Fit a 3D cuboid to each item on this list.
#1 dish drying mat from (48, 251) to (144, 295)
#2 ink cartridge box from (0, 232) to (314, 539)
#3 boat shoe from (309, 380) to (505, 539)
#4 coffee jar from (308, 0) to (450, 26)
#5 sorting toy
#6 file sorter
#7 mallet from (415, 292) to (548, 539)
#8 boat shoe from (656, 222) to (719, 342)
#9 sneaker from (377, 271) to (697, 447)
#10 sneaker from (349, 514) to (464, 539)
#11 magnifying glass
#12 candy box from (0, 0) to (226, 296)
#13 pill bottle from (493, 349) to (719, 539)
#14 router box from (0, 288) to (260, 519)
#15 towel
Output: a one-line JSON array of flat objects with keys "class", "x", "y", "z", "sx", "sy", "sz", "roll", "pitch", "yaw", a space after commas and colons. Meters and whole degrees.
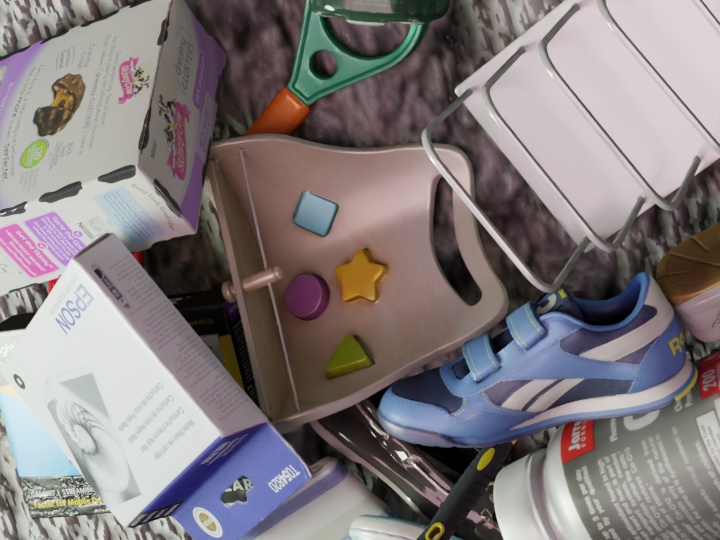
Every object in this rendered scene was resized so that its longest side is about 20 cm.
[{"class": "dish drying mat", "x": -0.186, "y": 0.011, "z": 1.366, "sx": 0.077, "sy": 0.018, "sz": 0.200, "roll": 1, "pitch": 92, "yaw": 21}, {"class": "ink cartridge box", "x": -0.139, "y": 0.097, "z": 1.268, "sx": 0.200, "sy": 0.041, "sz": 0.200, "roll": 49, "pitch": 146, "yaw": 4}, {"class": "boat shoe", "x": 0.054, "y": 0.131, "z": 1.342, "sx": 0.200, "sy": 0.067, "sz": 0.057, "roll": 34, "pitch": 122, "yaw": 9}, {"class": "coffee jar", "x": 0.018, "y": -0.252, "z": 1.181, "sx": 0.085, "sy": 0.104, "sz": 0.200, "roll": 6, "pitch": 105, "yaw": 10}, {"class": "sorting toy", "x": 0.000, "y": 0.000, "z": 1.287, "sx": 0.180, "sy": 0.107, "sz": 0.200, "roll": -17, "pitch": 74, "yaw": 13}, {"class": "file sorter", "x": 0.159, "y": -0.102, "z": 1.184, "sx": 0.200, "sy": 0.125, "sz": 0.139, "roll": -37, "pitch": 94, "yaw": 27}, {"class": "mallet", "x": 0.105, "y": 0.107, "z": 1.260, "sx": 0.066, "sy": 0.200, "sz": 0.041, "roll": 22, "pitch": 159, "yaw": 21}, {"class": "boat shoe", "x": 0.286, "y": -0.014, "z": 1.209, "sx": 0.200, "sy": 0.071, "sz": 0.069, "roll": -23, "pitch": 127, "yaw": 18}, {"class": "sneaker", "x": 0.105, "y": 0.054, "z": 1.210, "sx": 0.200, "sy": 0.074, "sz": 0.082, "roll": -14, "pitch": 112, "yaw": 0}, {"class": "sneaker", "x": 0.059, "y": 0.255, "z": 1.315, "sx": 0.200, "sy": 0.131, "sz": 0.080, "roll": 33, "pitch": 159, "yaw": -23}, {"class": "magnifying glass", "x": -0.028, "y": -0.132, "z": 1.299, "sx": 0.080, "sy": 0.022, "sz": 0.200, "roll": 42, "pitch": 118, "yaw": 1}, {"class": "candy box", "x": -0.197, "y": -0.079, "z": 1.292, "sx": 0.200, "sy": 0.168, "sz": 0.072, "roll": -17, "pitch": 134, "yaw": 24}, {"class": "pill bottle", "x": 0.193, "y": 0.133, "z": 1.265, "sx": 0.200, "sy": 0.114, "sz": 0.114, "roll": -28, "pitch": 98, "yaw": 26}, {"class": "router box", "x": -0.162, "y": 0.098, "z": 1.414, "sx": 0.200, "sy": 0.051, "sz": 0.149, "roll": -8, "pitch": 104, "yaw": 22}, {"class": "towel", "x": -0.006, "y": 0.225, "z": 1.395, "sx": 0.147, "sy": 0.024, "sz": 0.200, "roll": -37, "pitch": 113, "yaw": 26}]
